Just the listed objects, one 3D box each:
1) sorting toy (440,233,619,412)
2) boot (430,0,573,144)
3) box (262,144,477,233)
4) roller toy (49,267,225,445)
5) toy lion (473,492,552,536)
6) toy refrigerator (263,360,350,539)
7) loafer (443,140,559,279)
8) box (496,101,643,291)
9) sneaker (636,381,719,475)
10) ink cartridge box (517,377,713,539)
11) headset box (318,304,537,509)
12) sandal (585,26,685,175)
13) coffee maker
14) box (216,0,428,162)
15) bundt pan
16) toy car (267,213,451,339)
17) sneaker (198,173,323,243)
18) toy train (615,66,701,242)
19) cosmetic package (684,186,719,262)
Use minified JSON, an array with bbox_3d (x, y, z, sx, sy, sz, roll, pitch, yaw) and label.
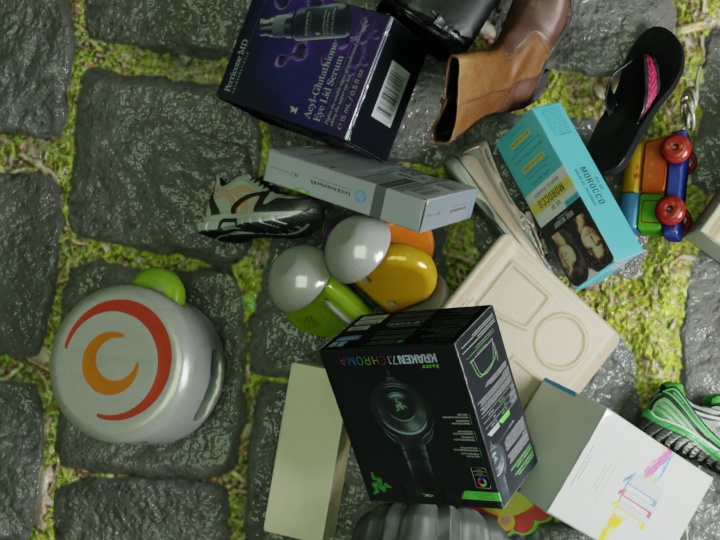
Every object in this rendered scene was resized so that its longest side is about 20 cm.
[{"bbox_3d":[0.173,0.087,1.184,0.200,0.036,0.185,41,85,-14],"label":"sorting toy"},{"bbox_3d":[0.148,-0.250,1.146,0.068,0.199,0.189,34,128,25],"label":"boot"},{"bbox_3d":[0.013,-0.098,1.178,0.199,0.156,0.041,21,107,22],"label":"box"},{"bbox_3d":[-0.262,0.116,1.237,0.199,0.140,0.183,-31,75,7],"label":"roller toy"},{"bbox_3d":[0.166,0.204,1.229,0.191,0.069,0.201,27,91,0],"label":"toy lion"},{"bbox_3d":[-0.055,0.215,1.247,0.075,0.070,0.202,9,89,13],"label":"toy refrigerator"},{"bbox_3d":[0.179,-0.066,1.229,0.063,0.072,0.201,-36,82,-3],"label":"loafer"},{"bbox_3d":[0.237,-0.085,1.195,0.049,0.082,0.201,-17,73,-33],"label":"box"},{"bbox_3d":[0.422,0.190,1.188,0.199,0.078,0.086,25,83,3],"label":"sneaker"},{"bbox_3d":[0.273,0.231,1.148,0.199,0.128,0.126,32,87,-24],"label":"ink cartridge box"},{"bbox_3d":[0.073,0.149,1.094,0.173,0.093,0.201,-5,111,36],"label":"headset box"},{"bbox_3d":[0.313,-0.203,1.197,0.075,0.045,0.201,14,70,44],"label":"sandal"},{"bbox_3d":[0.128,-0.347,1.183,0.134,0.192,0.201,30,94,-34],"label":"coffee maker"},{"bbox_3d":[-0.045,-0.230,1.208,0.199,0.104,0.149,21,91,29],"label":"box"},{"bbox_3d":[0.081,0.315,1.175,0.200,0.202,0.076,4,60,7],"label":"bundt pan"},{"bbox_3d":[0.000,0.000,1.210,0.199,0.175,0.151,-26,41,28],"label":"toy car"},{"bbox_3d":[-0.119,-0.079,1.222,0.199,0.073,0.081,1,75,44],"label":"sneaker"},{"bbox_3d":[0.331,-0.138,1.214,0.115,0.085,0.202,4,84,24],"label":"toy train"},{"bbox_3d":[0.460,-0.103,1.179,0.071,0.105,0.201,35,91,8],"label":"cosmetic package"}]
